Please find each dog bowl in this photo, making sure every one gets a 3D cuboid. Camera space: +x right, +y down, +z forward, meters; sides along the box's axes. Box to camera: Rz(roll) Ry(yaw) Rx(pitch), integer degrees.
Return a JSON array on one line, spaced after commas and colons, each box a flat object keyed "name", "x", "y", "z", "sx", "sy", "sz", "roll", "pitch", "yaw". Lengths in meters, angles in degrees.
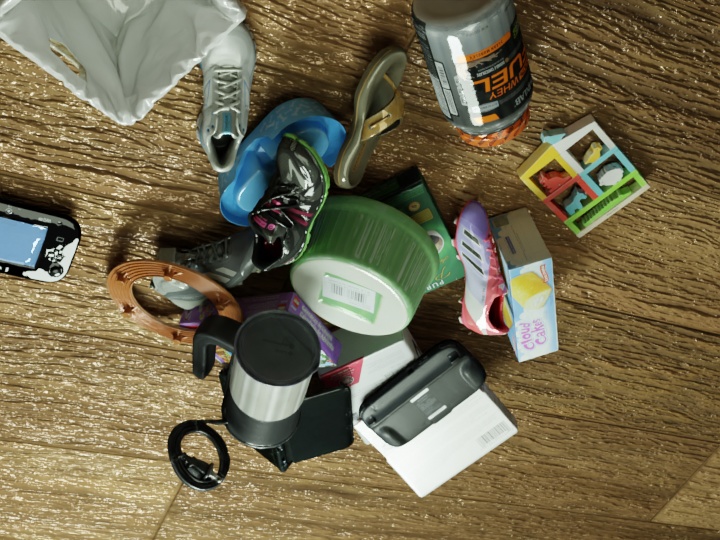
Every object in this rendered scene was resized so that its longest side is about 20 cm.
[{"name": "dog bowl", "x": -0.107, "y": -0.142, "z": 1.450, "sx": 0.200, "sy": 0.050, "sz": 0.111, "roll": -44, "pitch": 142, "yaw": 23}]

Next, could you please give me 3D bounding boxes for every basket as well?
[{"name": "basket", "x": -0.261, "y": -0.304, "z": 1.193, "sx": 0.199, "sy": 0.162, "sz": 0.198, "roll": -38, "pitch": 130, "yaw": 19}]

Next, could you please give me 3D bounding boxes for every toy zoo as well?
[{"name": "toy zoo", "x": 0.311, "y": -0.139, "z": 1.601, "sx": 0.131, "sy": 0.021, "sz": 0.200, "roll": -37, "pitch": 130, "yaw": 19}]

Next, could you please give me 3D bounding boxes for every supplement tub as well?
[{"name": "supplement tub", "x": 0.142, "y": -0.257, "z": 1.375, "sx": 0.121, "sy": 0.123, "sz": 0.201, "roll": -21, "pitch": 134, "yaw": 4}]

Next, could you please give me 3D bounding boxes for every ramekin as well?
[{"name": "ramekin", "x": 0.000, "y": 0.000, "z": 1.526, "sx": 0.198, "sy": 0.098, "sz": 0.201, "roll": 17, "pitch": 148, "yaw": 11}]

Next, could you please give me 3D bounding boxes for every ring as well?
[{"name": "ring", "x": -0.257, "y": 0.051, "z": 1.554, "sx": 0.198, "sy": 0.019, "sz": 0.201, "roll": 12, "pitch": 147, "yaw": 8}]

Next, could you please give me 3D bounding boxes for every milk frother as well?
[{"name": "milk frother", "x": -0.160, "y": 0.180, "z": 1.516, "sx": 0.178, "sy": 0.202, "sz": 0.189, "roll": 12, "pitch": 144, "yaw": -5}]

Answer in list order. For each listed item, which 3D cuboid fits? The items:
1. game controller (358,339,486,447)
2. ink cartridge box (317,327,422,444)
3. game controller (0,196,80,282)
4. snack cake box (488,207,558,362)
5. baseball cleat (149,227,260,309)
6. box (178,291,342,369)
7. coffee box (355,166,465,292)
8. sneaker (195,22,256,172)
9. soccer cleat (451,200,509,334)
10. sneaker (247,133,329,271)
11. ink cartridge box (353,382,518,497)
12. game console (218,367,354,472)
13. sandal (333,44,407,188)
[{"name": "game controller", "x": 0.094, "y": 0.189, "z": 1.708, "sx": 0.199, "sy": 0.042, "sz": 0.104, "roll": -39, "pitch": 122, "yaw": 17}, {"name": "ink cartridge box", "x": 0.030, "y": 0.165, "z": 1.760, "sx": 0.144, "sy": 0.084, "sz": 0.201, "roll": -24, "pitch": 135, "yaw": 6}, {"name": "game controller", "x": -0.465, "y": -0.046, "z": 1.448, "sx": 0.198, "sy": 0.042, "sz": 0.105, "roll": 14, "pitch": 127, "yaw": -27}, {"name": "snack cake box", "x": 0.241, "y": 0.022, "z": 1.666, "sx": 0.066, "sy": 0.116, "sz": 0.201, "roll": -16, "pitch": 134, "yaw": -2}, {"name": "baseball cleat", "x": -0.213, "y": -0.009, "z": 1.523, "sx": 0.106, "sy": 0.070, "sz": 0.199, "roll": 28, "pitch": 132, "yaw": -33}, {"name": "box", "x": -0.143, "y": 0.091, "z": 1.615, "sx": 0.198, "sy": 0.039, "sz": 0.137, "roll": -6, "pitch": 142, "yaw": 32}, {"name": "coffee box", "x": 0.066, "y": -0.045, "z": 1.604, "sx": 0.122, "sy": 0.044, "sz": 0.201, "roll": -25, "pitch": 133, "yaw": 9}, {"name": "sneaker", "x": -0.160, "y": -0.208, "z": 1.363, "sx": 0.074, "sy": 0.087, "sz": 0.202, "roll": -2, "pitch": 131, "yaw": -11}, {"name": "soccer cleat", "x": 0.178, "y": -0.002, "z": 1.606, "sx": 0.066, "sy": 0.076, "sz": 0.202, "roll": -27, "pitch": 121, "yaw": -45}, {"name": "sneaker", "x": -0.094, "y": -0.077, "z": 1.401, "sx": 0.076, "sy": 0.084, "sz": 0.202, "roll": 28, "pitch": 130, "yaw": 20}, {"name": "ink cartridge box", "x": 0.118, "y": 0.239, "z": 1.769, "sx": 0.199, "sy": 0.045, "sz": 0.176, "roll": -37, "pitch": 108, "yaw": 16}, {"name": "game console", "x": -0.113, "y": 0.216, "z": 1.744, "sx": 0.116, "sy": 0.175, "sz": 0.201, "roll": -44, "pitch": 154, "yaw": -25}, {"name": "sandal", "x": 0.023, "y": -0.188, "z": 1.421, "sx": 0.080, "sy": 0.054, "sz": 0.202, "roll": -21, "pitch": 137, "yaw": -56}]
